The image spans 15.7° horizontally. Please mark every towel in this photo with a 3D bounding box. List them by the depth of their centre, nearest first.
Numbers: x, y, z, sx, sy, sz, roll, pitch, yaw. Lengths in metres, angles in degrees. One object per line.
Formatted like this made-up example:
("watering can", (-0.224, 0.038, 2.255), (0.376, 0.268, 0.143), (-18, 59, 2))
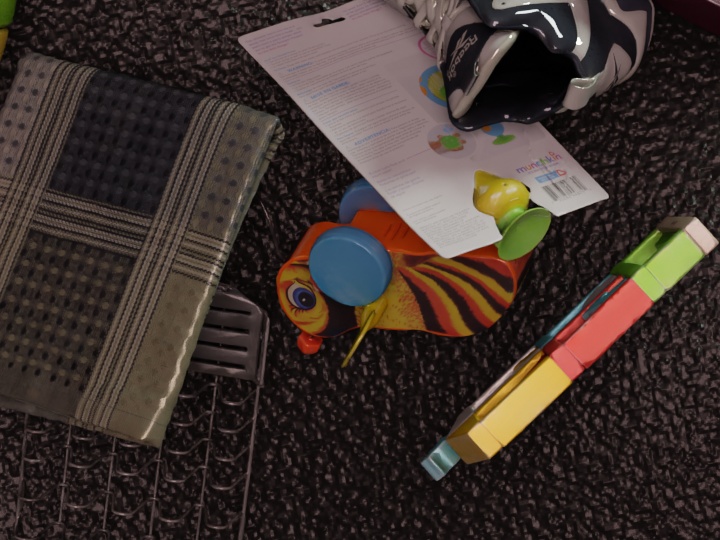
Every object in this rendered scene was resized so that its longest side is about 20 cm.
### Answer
("towel", (-0.148, -0.012, 1.444), (0.191, 0.035, 0.201), (15, 78, 32))

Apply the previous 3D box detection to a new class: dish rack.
("dish rack", (-0.128, 0.100, 1.478), (0.152, 0.055, 0.202), (8, 101, 2))

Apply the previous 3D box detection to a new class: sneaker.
("sneaker", (0.053, -0.140, 1.421), (0.198, 0.130, 0.080), (29, 124, 6))

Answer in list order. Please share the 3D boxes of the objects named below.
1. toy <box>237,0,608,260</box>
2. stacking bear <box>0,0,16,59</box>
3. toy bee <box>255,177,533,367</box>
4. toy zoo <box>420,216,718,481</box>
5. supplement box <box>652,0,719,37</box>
("toy", (0.031, -0.072, 1.440), (0.115, 0.047, 0.200), (-21, 49, -30))
("stacking bear", (-0.250, -0.137, 1.464), (0.113, 0.121, 0.202), (6, 101, 7))
("toy bee", (0.000, 0.000, 1.470), (0.199, 0.109, 0.131), (29, 48, 30))
("toy zoo", (0.112, 0.045, 1.449), (0.200, 0.131, 0.020), (-44, 91, 0))
("supplement box", (0.226, -0.236, 1.443), (0.103, 0.131, 0.201), (27, 92, 0))
